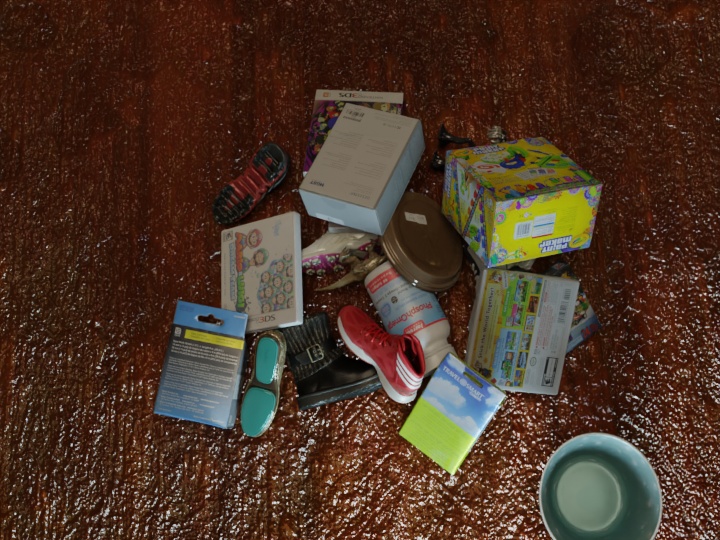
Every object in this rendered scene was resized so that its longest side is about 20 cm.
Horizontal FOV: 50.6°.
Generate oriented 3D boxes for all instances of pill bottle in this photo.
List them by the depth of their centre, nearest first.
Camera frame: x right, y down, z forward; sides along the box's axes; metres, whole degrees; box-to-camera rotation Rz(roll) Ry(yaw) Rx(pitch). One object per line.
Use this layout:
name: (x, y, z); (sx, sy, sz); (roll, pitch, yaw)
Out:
pill bottle: (0.093, 0.083, 1.354); (0.107, 0.109, 0.204); (-26, 76, -2)

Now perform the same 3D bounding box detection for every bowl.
bowl: (0.387, 0.375, 1.263); (0.195, 0.105, 0.207); (-1, 77, 5)

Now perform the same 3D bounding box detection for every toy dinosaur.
toy dinosaur: (0.000, 0.000, 1.378); (0.196, 0.101, 0.059); (-27, 62, 5)

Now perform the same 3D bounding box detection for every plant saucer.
plant saucer: (0.112, -0.058, 1.363); (0.196, 0.029, 0.205); (20, 53, -29)

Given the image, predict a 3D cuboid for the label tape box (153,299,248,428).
label tape box: (-0.280, 0.170, 1.383); (0.140, 0.063, 0.206); (10, 82, 7)

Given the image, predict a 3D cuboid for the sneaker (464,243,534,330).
sneaker: (0.229, 0.009, 1.384); (0.078, 0.130, 0.204); (5, 115, -29)

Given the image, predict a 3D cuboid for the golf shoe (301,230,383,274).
golf shoe: (-0.038, -0.055, 1.424); (0.195, 0.076, 0.093); (-16, 65, -6)

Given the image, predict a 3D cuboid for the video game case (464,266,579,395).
video game case: (0.272, 0.105, 1.301); (0.177, 0.023, 0.206); (7, 100, -13)

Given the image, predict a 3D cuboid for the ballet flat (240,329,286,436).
ballet flat: (-0.167, 0.199, 1.365); (0.069, 0.065, 0.205); (19, 107, 9)

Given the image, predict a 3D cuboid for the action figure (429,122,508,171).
action figure: (0.230, -0.201, 1.414); (0.195, 0.102, 0.122); (18, 86, 10)

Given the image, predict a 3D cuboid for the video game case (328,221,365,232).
video game case: (0.013, -0.160, 1.432); (0.139, 0.018, 0.205); (0, 58, 3)

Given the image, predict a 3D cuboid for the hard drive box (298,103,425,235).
hard drive box: (0.005, -0.181, 1.336); (0.152, 0.077, 0.203); (17, 64, 23)

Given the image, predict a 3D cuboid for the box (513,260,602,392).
box: (0.310, 0.098, 1.339); (0.198, 0.038, 0.138); (-35, 105, -4)

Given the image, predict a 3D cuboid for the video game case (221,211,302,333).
video game case: (-0.184, 0.008, 1.400); (0.178, 0.024, 0.206); (-11, 73, 31)

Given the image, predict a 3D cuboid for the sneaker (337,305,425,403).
sneaker: (0.044, 0.114, 1.286); (0.078, 0.117, 0.200); (-28, 67, -39)

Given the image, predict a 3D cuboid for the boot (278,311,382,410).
boot: (-0.039, 0.147, 1.366); (0.205, 0.080, 0.162); (-15, 76, 2)

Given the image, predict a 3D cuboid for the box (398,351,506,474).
box: (0.158, 0.235, 1.286); (0.121, 0.048, 0.203); (34, 122, 12)

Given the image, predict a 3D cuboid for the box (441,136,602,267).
box: (0.266, -0.123, 1.294); (0.195, 0.125, 0.194); (-10, 36, -16)

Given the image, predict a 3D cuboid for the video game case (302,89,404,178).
video game case: (-0.010, -0.255, 1.454); (0.176, 0.036, 0.205); (4, 62, 7)

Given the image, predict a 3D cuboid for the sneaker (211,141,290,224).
sneaker: (-0.203, -0.164, 1.459); (0.200, 0.098, 0.071); (-44, 89, 18)
